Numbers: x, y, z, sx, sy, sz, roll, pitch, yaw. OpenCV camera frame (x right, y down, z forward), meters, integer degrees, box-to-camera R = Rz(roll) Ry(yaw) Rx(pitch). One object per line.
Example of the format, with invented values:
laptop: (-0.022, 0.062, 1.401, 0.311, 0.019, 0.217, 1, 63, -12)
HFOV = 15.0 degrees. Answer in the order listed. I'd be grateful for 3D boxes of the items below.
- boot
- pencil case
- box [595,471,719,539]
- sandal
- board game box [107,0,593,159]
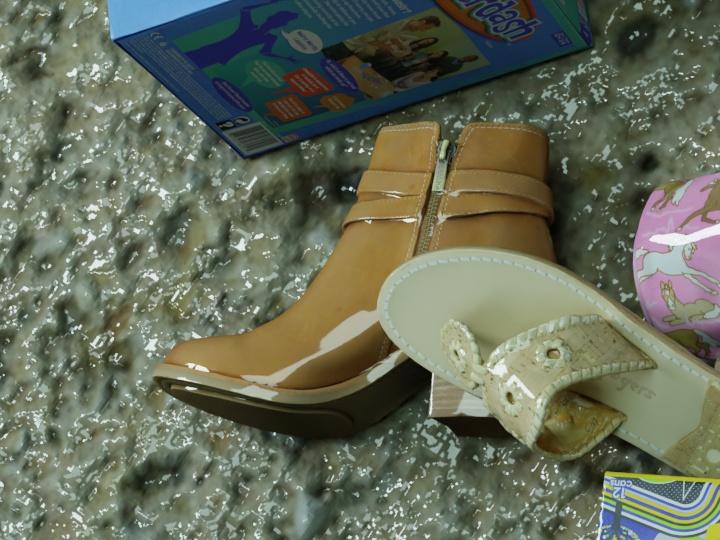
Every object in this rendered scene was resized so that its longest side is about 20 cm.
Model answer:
boot: (0.000, 0.000, 1.348, 0.200, 0.077, 0.155, -2, 72, 20)
pencil case: (0.220, -0.008, 1.221, 0.200, 0.086, 0.083, -8, 61, 43)
box: (0.206, 0.135, 1.210, 0.200, 0.064, 0.070, 2, 71, 25)
sandal: (0.100, 0.055, 1.240, 0.212, 0.070, 0.078, 23, 117, 7)
board game box: (-0.003, -0.130, 1.363, 0.200, 0.152, 0.045, -16, 63, 17)
